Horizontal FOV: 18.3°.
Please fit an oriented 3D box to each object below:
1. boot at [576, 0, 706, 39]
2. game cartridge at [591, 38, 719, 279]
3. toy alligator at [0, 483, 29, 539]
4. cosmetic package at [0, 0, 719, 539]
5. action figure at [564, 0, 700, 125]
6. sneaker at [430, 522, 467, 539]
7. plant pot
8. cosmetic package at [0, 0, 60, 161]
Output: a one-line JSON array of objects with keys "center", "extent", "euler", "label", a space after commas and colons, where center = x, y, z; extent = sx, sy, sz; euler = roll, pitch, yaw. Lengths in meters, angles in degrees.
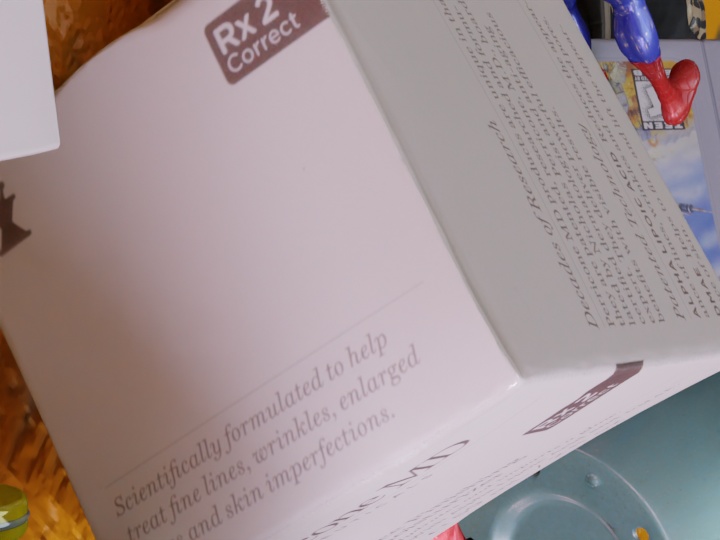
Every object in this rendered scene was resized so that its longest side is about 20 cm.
[{"center": [0.117, -0.111, 1.125], "extent": [0.151, 0.073, 0.200], "euler": [30, 59, -56], "label": "boot"}, {"center": [0.105, -0.038, 0.997], "extent": [0.200, 0.042, 0.133], "euler": [-3, 68, -20], "label": "game cartridge"}, {"center": [-0.160, 0.100, 0.654], "extent": [0.200, 0.054, 0.059], "euler": [-9, 103, -33], "label": "toy alligator"}, {"center": [0.000, 0.000, 0.769], "extent": [0.200, 0.165, 0.165], "euler": [-4, 63, -60], "label": "cosmetic package"}, {"center": [0.087, -0.153, 0.914], "extent": [0.200, 0.065, 0.099], "euler": [54, 38, -51], "label": "action figure"}, {"center": [0.000, 0.115, 0.891], "extent": [0.077, 0.085, 0.200], "euler": [57, 43, -59], "label": "sneaker"}, {"center": [0.136, 0.112, 1.040], "extent": [0.161, 0.200, 0.201], "euler": [-25, 112, -48], "label": "plant pot"}, {"center": [-0.180, -0.056, 0.569], "extent": [0.200, 0.108, 0.085], "euler": [-22, 108, -60], "label": "cosmetic package"}]
